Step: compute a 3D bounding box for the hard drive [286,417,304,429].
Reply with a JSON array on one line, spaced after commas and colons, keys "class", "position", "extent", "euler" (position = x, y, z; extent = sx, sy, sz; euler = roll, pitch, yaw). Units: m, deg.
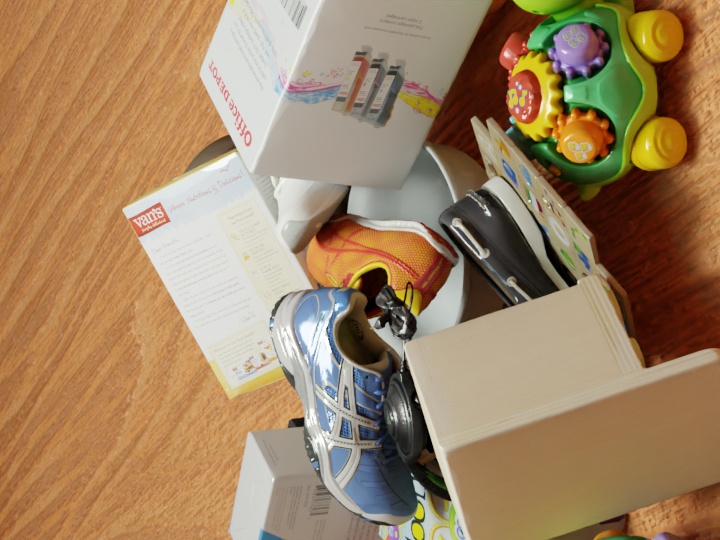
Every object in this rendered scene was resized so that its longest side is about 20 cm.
[{"class": "hard drive", "position": [-0.014, 0.219, 1.618], "extent": [0.038, 0.139, 0.200], "euler": [51, 137, 47]}]

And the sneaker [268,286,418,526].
[{"class": "sneaker", "position": [-0.002, 0.105, 1.359], "extent": [0.077, 0.076, 0.200], "euler": [-20, 98, 40]}]

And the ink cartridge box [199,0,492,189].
[{"class": "ink cartridge box", "position": [-0.015, -0.186, 1.381], "extent": [0.200, 0.144, 0.145], "euler": [-63, 36, 32]}]

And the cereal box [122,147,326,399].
[{"class": "cereal box", "position": [-0.104, 0.001, 1.544], "extent": [0.144, 0.040, 0.200], "euler": [-22, 100, 34]}]

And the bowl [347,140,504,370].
[{"class": "bowl", "position": [0.071, -0.018, 1.468], "extent": [0.201, 0.090, 0.202], "euler": [14, 106, 61]}]

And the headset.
[{"class": "headset", "position": [0.071, 0.091, 1.295], "extent": [0.200, 0.123, 0.094], "euler": [55, 179, -25]}]

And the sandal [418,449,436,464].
[{"class": "sandal", "position": [-0.002, 0.103, 1.451], "extent": [0.078, 0.070, 0.212], "euler": [-60, 28, -6]}]

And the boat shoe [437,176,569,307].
[{"class": "boat shoe", "position": [0.131, 0.026, 1.327], "extent": [0.200, 0.060, 0.074], "euler": [58, 173, 4]}]

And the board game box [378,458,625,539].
[{"class": "board game box", "position": [0.109, 0.204, 1.416], "extent": [0.200, 0.105, 0.103], "euler": [35, 125, 56]}]

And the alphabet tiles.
[{"class": "alphabet tiles", "position": [0.145, -0.024, 1.305], "extent": [0.200, 0.006, 0.167], "euler": [53, 173, 35]}]

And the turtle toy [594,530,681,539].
[{"class": "turtle toy", "position": [0.208, 0.241, 1.218], "extent": [0.200, 0.101, 0.146], "euler": [-11, 107, 61]}]

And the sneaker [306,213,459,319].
[{"class": "sneaker", "position": [0.000, 0.000, 1.411], "extent": [0.077, 0.073, 0.200], "euler": [-52, 19, -17]}]

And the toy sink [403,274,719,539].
[{"class": "toy sink", "position": [0.146, 0.092, 1.214], "extent": [0.112, 0.199, 0.131], "euler": [-109, 0, -45]}]

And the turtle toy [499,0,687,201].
[{"class": "turtle toy", "position": [0.155, -0.150, 1.274], "extent": [0.146, 0.101, 0.201], "euler": [4, 97, 62]}]

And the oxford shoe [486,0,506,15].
[{"class": "oxford shoe", "position": [0.049, -0.229, 1.496], "extent": [0.200, 0.073, 0.072], "euler": [-28, 68, 61]}]

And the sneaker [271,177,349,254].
[{"class": "sneaker", "position": [-0.050, -0.081, 1.454], "extent": [0.070, 0.080, 0.200], "euler": [-49, 12, 28]}]

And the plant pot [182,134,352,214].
[{"class": "plant pot", "position": [-0.049, -0.031, 1.622], "extent": [0.173, 0.200, 0.201], "euler": [1, 96, 47]}]

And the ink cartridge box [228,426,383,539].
[{"class": "ink cartridge box", "position": [-0.004, 0.196, 1.534], "extent": [0.068, 0.199, 0.115], "euler": [-123, 39, -49]}]
